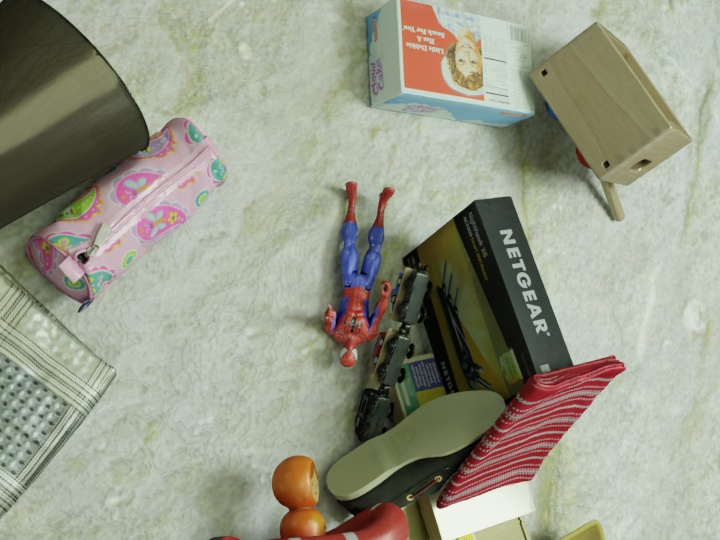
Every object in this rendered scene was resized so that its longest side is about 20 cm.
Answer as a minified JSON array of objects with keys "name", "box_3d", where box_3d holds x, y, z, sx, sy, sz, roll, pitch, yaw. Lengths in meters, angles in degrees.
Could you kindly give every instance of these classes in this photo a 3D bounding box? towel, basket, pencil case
[{"name":"towel","box_3d":[0.170,0.164,0.988,0.144,0.200,0.023,-6,48,-41]},{"name":"towel","box_3d":[-0.335,0.095,0.840,0.200,0.035,0.193,45,61,-17]},{"name":"basket","box_3d":[-0.314,-0.112,0.837,0.180,0.136,0.200,44,64,-2]},{"name":"pencil case","box_3d":[-0.214,-0.056,0.915,0.087,0.087,0.200,52,58,-14]}]

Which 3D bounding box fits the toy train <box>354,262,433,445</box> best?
[{"name":"toy train","box_3d":[0.034,0.088,1.041,0.034,0.046,0.201,16,94,-25]}]

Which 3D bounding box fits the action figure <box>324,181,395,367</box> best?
[{"name":"action figure","box_3d":[0.000,0.000,1.033,0.065,0.099,0.201,8,78,-4]}]

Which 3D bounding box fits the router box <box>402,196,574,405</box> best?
[{"name":"router box","box_3d":[0.131,0.045,1.047,0.052,0.157,0.200,-8,71,-31]}]

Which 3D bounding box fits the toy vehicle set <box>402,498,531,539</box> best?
[{"name":"toy vehicle set","box_3d":[0.096,0.294,1.080,0.200,0.026,0.125,-19,92,-33]}]

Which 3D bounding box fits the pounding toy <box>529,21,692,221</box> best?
[{"name":"pounding toy","box_3d":[0.309,-0.176,1.225,0.184,0.142,0.200,59,23,13]}]

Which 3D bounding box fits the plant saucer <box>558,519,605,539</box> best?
[{"name":"plant saucer","box_3d":[0.213,0.409,1.115,0.200,0.048,0.201,-17,95,-34]}]

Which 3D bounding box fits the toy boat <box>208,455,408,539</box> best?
[{"name":"toy boat","box_3d":[-0.053,0.240,0.928,0.199,0.130,0.131,0,75,-23]}]

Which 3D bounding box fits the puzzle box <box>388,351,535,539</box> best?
[{"name":"puzzle box","box_3d":[0.107,0.186,1.084,0.133,0.025,0.201,-8,74,-31]}]

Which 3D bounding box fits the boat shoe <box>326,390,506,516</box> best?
[{"name":"boat shoe","box_3d":[0.065,0.189,1.007,0.201,0.074,0.063,-31,123,8]}]

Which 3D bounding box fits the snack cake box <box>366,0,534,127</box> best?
[{"name":"snack cake box","box_3d":[0.109,-0.242,1.165,0.200,0.067,0.115,3,81,-32]}]
